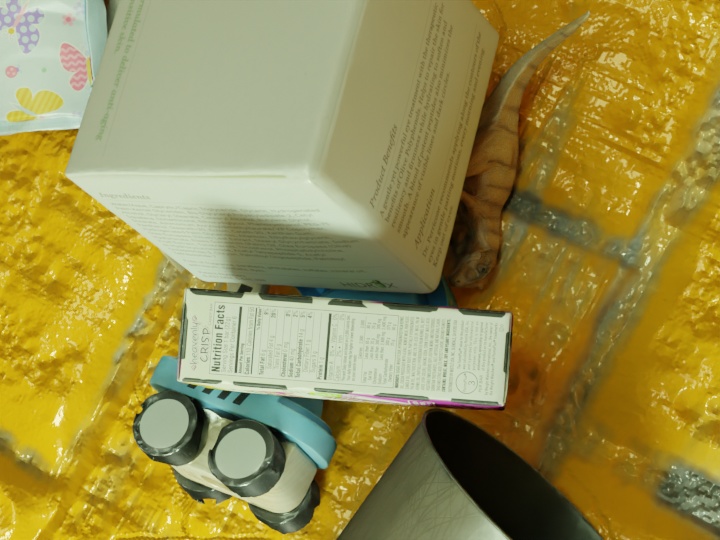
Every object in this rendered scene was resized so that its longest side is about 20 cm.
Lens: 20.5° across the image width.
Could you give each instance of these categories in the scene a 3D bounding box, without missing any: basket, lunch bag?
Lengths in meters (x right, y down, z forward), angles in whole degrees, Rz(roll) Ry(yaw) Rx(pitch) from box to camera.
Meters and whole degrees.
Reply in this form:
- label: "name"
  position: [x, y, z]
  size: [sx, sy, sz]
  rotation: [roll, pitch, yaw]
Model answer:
- label: "basket"
  position: [0.040, 0.215, 1.247]
  size: [0.200, 0.180, 0.136]
  rotation: [-47, 17, 16]
- label: "lunch bag"
  position: [-0.269, -0.186, 1.499]
  size: [0.200, 0.127, 0.170]
  rotation: [0, 101, 33]

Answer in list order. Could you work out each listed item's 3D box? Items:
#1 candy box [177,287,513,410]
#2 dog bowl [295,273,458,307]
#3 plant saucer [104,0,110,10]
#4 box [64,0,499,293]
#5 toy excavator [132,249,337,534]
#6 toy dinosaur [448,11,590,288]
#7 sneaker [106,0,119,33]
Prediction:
- label: "candy box"
  position: [-0.006, 0.051, 1.247]
  size: [0.200, 0.136, 0.061]
  rotation: [5, 85, 5]
- label: "dog bowl"
  position: [0.000, 0.000, 1.378]
  size: [0.111, 0.050, 0.200]
  rotation: [-33, 63, 14]
- label: "plant saucer"
  position: [-0.222, -0.276, 1.580]
  size: [0.200, 0.032, 0.201]
  rotation: [-8, 71, 24]
- label: "box"
  position: [-0.047, -0.109, 1.301]
  size: [0.200, 0.171, 0.199]
  rotation: [2, 67, 32]
- label: "toy excavator"
  position: [-0.086, 0.057, 1.390]
  size: [0.194, 0.100, 0.200]
  rotation: [18, 71, 27]
- label: "toy dinosaur"
  position: [0.086, -0.087, 1.366]
  size: [0.106, 0.060, 0.200]
  rotation: [15, 92, 16]
- label: "sneaker"
  position: [-0.140, -0.219, 1.502]
  size: [0.075, 0.088, 0.200]
  rotation: [12, 105, 43]
